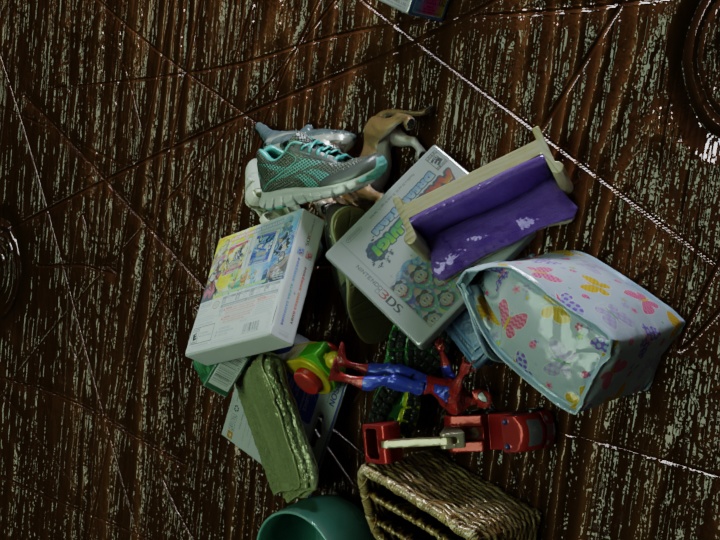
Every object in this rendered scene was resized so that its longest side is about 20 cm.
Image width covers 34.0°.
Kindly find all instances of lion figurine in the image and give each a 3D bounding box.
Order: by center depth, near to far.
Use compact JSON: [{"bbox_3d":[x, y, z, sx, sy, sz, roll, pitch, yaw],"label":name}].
[{"bbox_3d":[0.018,-0.142,1.563,0.122,0.072,0.200,33,99,46],"label":"lion figurine"}]

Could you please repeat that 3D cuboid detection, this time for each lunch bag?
[{"bbox_3d":[0.225,0.055,1.309,0.200,0.170,0.127,40,120,30],"label":"lunch bag"}]

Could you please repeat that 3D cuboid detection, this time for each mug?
[{"bbox_3d":[-0.054,0.395,1.601,0.152,0.114,0.185,37,121,28],"label":"mug"}]

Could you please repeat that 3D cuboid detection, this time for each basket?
[{"bbox_3d":[0.093,0.327,1.449,0.200,0.149,0.143,26,108,37],"label":"basket"}]

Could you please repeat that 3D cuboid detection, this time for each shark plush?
[{"bbox_3d":[-0.085,-0.174,1.655,0.083,0.091,0.200,-46,25,-15],"label":"shark plush"}]

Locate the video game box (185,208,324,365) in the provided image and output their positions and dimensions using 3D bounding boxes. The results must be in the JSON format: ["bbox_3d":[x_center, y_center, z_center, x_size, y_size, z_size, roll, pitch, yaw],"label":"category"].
[{"bbox_3d":[-0.142,0.025,1.563,0.200,0.047,0.182,-16,55,48],"label":"video game box"}]

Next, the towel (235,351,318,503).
[{"bbox_3d":[-0.113,0.217,1.610,0.148,0.036,0.200,-38,71,62],"label":"towel"}]

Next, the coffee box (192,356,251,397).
[{"bbox_3d":[-0.163,0.071,1.661,0.200,0.044,0.123,-59,18,1],"label":"coffee box"}]

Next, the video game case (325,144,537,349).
[{"bbox_3d":[0.084,-0.032,1.448,0.200,0.024,0.182,-45,62,-3],"label":"video game case"}]

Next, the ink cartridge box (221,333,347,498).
[{"bbox_3d":[-0.101,0.194,1.688,0.200,0.047,0.198,28,108,35],"label":"ink cartridge box"}]

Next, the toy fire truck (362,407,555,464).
[{"bbox_3d":[0.118,0.200,1.426,0.200,0.141,0.049,-8,87,41],"label":"toy fire truck"}]

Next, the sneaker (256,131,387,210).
[{"bbox_3d":[-0.059,-0.136,1.510,0.200,0.078,0.091,-9,101,32],"label":"sneaker"}]

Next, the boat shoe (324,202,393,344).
[{"bbox_3d":[-0.001,0.000,1.555,0.066,0.072,0.201,-134,25,-60],"label":"boat shoe"}]

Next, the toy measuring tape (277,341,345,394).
[{"bbox_3d":[-0.076,0.137,1.609,0.200,0.074,0.074,-16,80,55],"label":"toy measuring tape"}]

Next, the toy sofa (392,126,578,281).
[{"bbox_3d":[0.148,-0.074,1.376,0.200,0.083,0.098,-26,68,11],"label":"toy sofa"}]

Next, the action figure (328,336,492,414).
[{"bbox_3d":[0.070,0.114,1.434,0.200,0.065,0.099,17,118,4],"label":"action figure"}]

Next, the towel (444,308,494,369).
[{"bbox_3d":[0.128,0.016,1.460,0.112,0.049,0.200,-44,62,14],"label":"towel"}]

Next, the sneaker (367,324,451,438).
[{"bbox_3d":[0.057,0.124,1.522,0.078,0.085,0.200,23,92,-5],"label":"sneaker"}]

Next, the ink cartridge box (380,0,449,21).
[{"bbox_3d":[0.070,-0.435,1.491,0.136,0.076,0.200,34,115,35],"label":"ink cartridge box"}]

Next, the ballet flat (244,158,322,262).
[{"bbox_3d":[-0.125,-0.088,1.684,0.069,0.069,0.200,-51,60,31],"label":"ballet flat"}]
